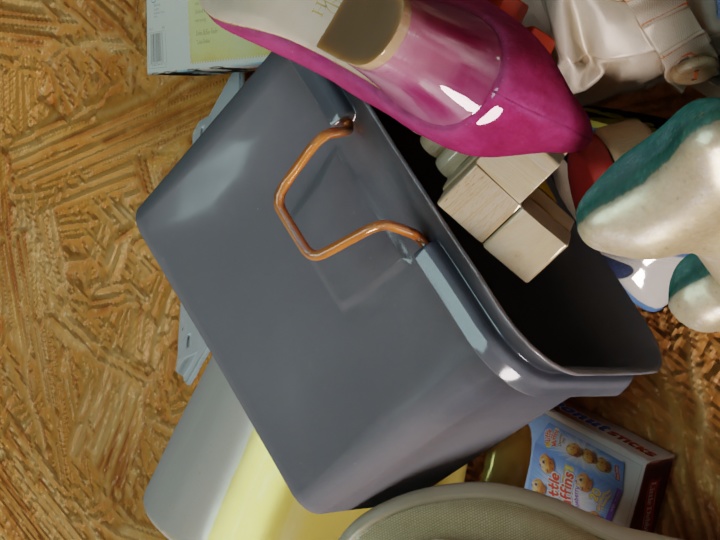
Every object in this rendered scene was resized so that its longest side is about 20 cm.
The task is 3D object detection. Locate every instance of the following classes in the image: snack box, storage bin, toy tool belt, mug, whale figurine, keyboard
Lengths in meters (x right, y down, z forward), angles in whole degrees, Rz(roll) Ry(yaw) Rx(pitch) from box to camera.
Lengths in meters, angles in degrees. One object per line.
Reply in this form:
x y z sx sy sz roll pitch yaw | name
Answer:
0.087 0.164 0.968 0.072 0.024 0.200 28 112 41 | snack box
0.000 0.000 0.850 0.134 0.146 0.200 -42 68 24 | storage bin
0.123 -0.117 0.817 0.125 0.123 0.200 118 137 -78 | toy tool belt
-0.058 -0.159 1.045 0.200 0.037 0.116 7 98 64 | snack box
0.007 0.068 0.979 0.187 0.149 0.153 22 100 19 | mug
0.164 -0.038 0.756 0.159 0.200 0.104 -41 53 42 | whale figurine
-0.073 -0.029 1.054 0.056 0.011 0.200 -51 25 33 | keyboard

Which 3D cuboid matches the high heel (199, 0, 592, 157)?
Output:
0.007 -0.097 0.772 0.067 0.096 0.200 -62 34 4 | high heel

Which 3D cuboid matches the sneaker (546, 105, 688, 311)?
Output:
0.072 -0.038 0.938 0.200 0.074 0.082 18 107 44 | sneaker

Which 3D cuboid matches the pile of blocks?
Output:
0.045 -0.092 0.812 0.062 0.082 0.200 -45 60 30 | pile of blocks

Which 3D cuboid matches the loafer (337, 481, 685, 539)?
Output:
0.085 0.140 0.852 0.068 0.200 0.076 -91 12 -55 | loafer
